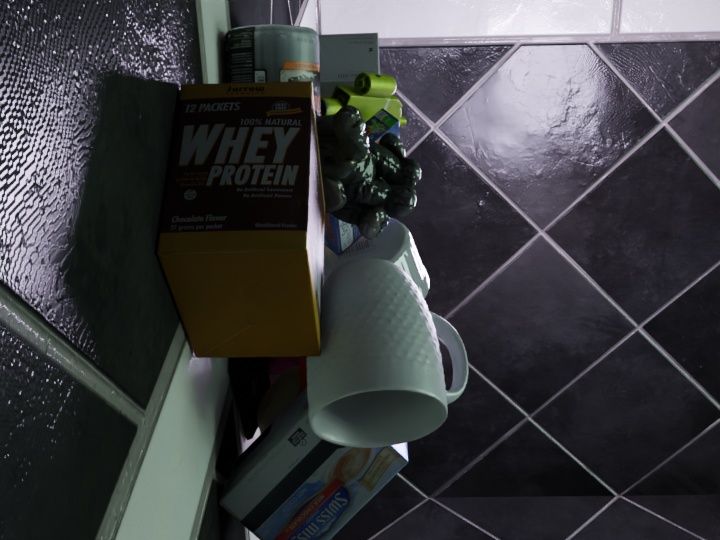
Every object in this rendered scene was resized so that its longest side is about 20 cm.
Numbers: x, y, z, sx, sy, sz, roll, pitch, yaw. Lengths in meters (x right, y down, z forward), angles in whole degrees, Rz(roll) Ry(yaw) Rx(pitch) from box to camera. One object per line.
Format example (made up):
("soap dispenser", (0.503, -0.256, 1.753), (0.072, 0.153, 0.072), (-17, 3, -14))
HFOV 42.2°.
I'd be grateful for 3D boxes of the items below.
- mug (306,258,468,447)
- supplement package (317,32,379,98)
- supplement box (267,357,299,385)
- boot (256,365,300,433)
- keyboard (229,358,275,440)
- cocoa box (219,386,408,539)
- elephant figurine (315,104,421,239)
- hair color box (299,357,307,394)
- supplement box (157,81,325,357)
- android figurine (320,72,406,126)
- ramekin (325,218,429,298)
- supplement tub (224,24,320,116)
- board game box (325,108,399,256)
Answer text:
("mug", (0.035, 0.089, 1.034), (0.148, 0.199, 0.176), (-46, -140, 45))
("supplement package", (-0.069, -0.265, 1.421), (0.156, 0.199, 0.111), (87, 1, -53))
("supplement box", (-0.115, 0.092, 1.365), (0.101, 0.103, 0.201), (-89, 180, -53))
("boot", (-0.092, 0.227, 1.360), (0.144, 0.071, 0.202), (2, 111, -64))
("keyboard", (-0.156, 0.145, 1.284), (0.200, 0.039, 0.104), (90, 23, -53))
("cocoa box", (-0.053, 0.235, 1.145), (0.200, 0.131, 0.133), (-46, -173, 10))
("elephant figurine", (-0.029, -0.134, 1.080), (0.200, 0.155, 0.142), (31, 29, -48))
("hair color box", (-0.033, 0.179, 1.260), (0.101, 0.061, 0.201), (-23, 113, -65))
("supplement box", (-0.108, -0.047, 0.935), (0.198, 0.132, 0.201), (87, 2, -56))
("android figurine", (-0.008, -0.197, 1.324), (0.199, 0.041, 0.183), (-5, 129, -52))
("ramekin", (0.000, 0.000, 1.439), (0.201, 0.199, 0.098), (-89, 165, -55))
("supplement tub", (-0.111, -0.208, 1.199), (0.123, 0.122, 0.201), (-84, 173, -82))
("board game box", (-0.001, -0.122, 1.337), (0.135, 0.034, 0.200), (-42, 157, -20))
